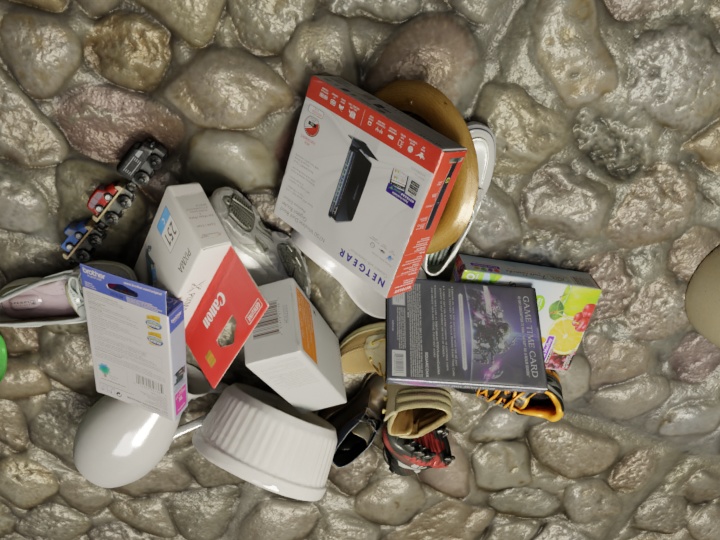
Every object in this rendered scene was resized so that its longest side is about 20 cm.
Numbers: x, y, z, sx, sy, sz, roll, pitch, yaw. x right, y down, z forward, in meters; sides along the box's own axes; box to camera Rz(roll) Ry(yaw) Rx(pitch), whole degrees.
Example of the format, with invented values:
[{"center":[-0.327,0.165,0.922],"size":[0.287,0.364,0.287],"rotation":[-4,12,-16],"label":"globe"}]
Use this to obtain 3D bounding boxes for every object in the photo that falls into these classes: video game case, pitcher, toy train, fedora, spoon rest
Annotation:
[{"center":[0.130,0.079,0.867],"size":[0.199,0.143,0.019],"rotation":[5,149,-6],"label":"video game case"},{"center":[-0.291,0.216,0.976],"size":[0.200,0.121,0.171],"rotation":[-48,130,7],"label":"pitcher"},{"center":[-0.308,-0.083,0.840],"size":[0.046,0.034,0.200],"rotation":[37,110,-20],"label":"toy train"},{"center":[0.071,-0.120,0.806],"size":[0.082,0.200,0.201],"rotation":[-13,132,-48],"label":"fedora"},{"center":[0.000,0.000,0.905],"size":[0.200,0.061,0.099],"rotation":[30,113,-20],"label":"spoon rest"}]

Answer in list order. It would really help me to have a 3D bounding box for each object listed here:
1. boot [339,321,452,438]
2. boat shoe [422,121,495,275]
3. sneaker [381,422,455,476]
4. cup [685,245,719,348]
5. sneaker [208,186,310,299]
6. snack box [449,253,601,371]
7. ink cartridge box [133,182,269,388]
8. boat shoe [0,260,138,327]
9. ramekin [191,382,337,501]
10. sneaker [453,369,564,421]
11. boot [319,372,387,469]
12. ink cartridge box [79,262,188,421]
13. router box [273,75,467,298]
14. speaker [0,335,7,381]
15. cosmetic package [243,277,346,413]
[{"center":[0.040,0.147,0.916],"size":[0.199,0.156,0.073],"rotation":[-17,133,30],"label":"boot"},{"center":[0.125,-0.084,0.866],"size":[0.073,0.067,0.201],"rotation":[10,118,-12],"label":"boat shoe"},{"center":[0.067,0.266,1.026],"size":[0.098,0.071,0.200],"rotation":[-21,153,18],"label":"sneaker"},{"center":[0.584,0.059,0.953],"size":[0.199,0.143,0.201],"rotation":[-3,120,-5],"label":"cup"},{"center":[-0.145,-0.016,0.883],"size":[0.099,0.078,0.200],"rotation":[-24,121,28],"label":"sneaker"},{"center":[0.217,0.062,0.967],"size":[0.199,0.053,0.143],"rotation":[9,117,-9],"label":"snack box"},{"center":[-0.200,0.027,0.811],"size":[0.045,0.177,0.200],"rotation":[-15,154,-41],"label":"ink cartridge box"},{"center":[-0.376,0.036,0.864],"size":[0.201,0.065,0.075],"rotation":[-6,110,11],"label":"boat shoe"},{"center":[-0.124,0.230,0.952],"size":[0.202,0.202,0.095],"rotation":[27,83,-19],"label":"ramekin"},{"center":[0.216,0.171,1.017],"size":[0.199,0.077,0.079],"rotation":[12,120,-11],"label":"sneaker"},{"center":[0.024,0.210,1.006],"size":[0.200,0.097,0.075],"rotation":[-40,116,16],"label":"boot"},{"center":[-0.269,0.082,0.826],"size":[0.119,0.042,0.201],"rotation":[17,127,14],"label":"ink cartridge box"},{"center":[0.003,-0.098,0.781],"size":[0.049,0.200,0.180],"rotation":[-14,132,-48],"label":"router box"},{"center":[-0.580,0.120,0.899],"size":[0.199,0.089,0.089],"rotation":[-3,120,-4],"label":"speaker"},{"center":[-0.081,0.102,0.881],"size":[0.071,0.102,0.200],"rotation":[-14,151,8],"label":"cosmetic package"}]
